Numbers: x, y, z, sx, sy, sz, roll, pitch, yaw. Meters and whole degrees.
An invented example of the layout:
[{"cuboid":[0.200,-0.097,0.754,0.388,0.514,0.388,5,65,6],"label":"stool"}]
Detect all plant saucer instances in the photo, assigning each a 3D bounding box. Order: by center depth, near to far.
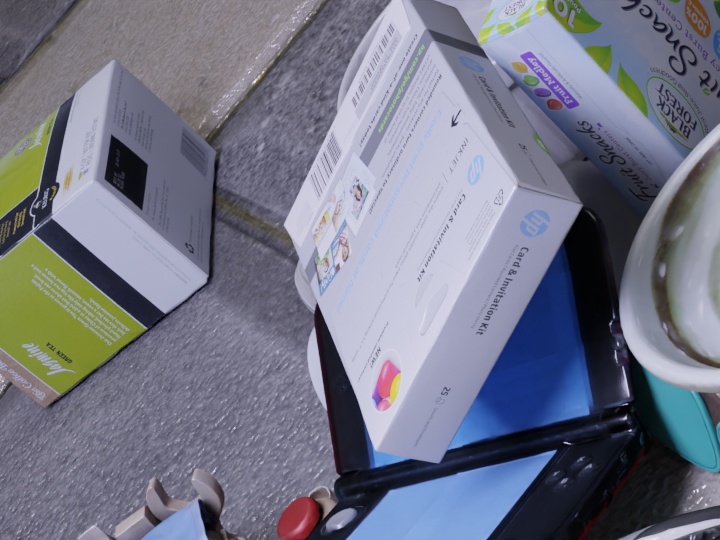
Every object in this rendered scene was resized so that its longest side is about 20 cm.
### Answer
[{"cuboid":[0.213,-0.016,0.879,0.200,0.050,0.200,-36,29,24],"label":"plant saucer"}]

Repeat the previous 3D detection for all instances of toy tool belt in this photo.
[{"cuboid":[-0.107,0.183,1.109,0.200,0.123,0.125,-43,27,9],"label":"toy tool belt"}]

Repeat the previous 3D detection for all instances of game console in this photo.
[{"cuboid":[0.031,0.076,0.957,0.200,0.119,0.172,-19,15,39],"label":"game console"}]

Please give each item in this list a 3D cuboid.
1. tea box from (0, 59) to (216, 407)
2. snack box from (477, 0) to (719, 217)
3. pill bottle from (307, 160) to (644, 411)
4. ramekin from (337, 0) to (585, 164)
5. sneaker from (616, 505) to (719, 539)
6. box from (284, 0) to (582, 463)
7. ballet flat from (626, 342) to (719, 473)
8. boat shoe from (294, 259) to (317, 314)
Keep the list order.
[{"cuboid":[-0.235,-0.032,1.589,0.197,0.134,0.200,-36,28,21],"label":"tea box"},{"cuboid":[0.158,-0.113,1.023,0.053,0.200,0.142,-20,37,43],"label":"snack box"},{"cuboid":[0.068,0.026,1.071,0.200,0.112,0.112,-28,32,35],"label":"pill bottle"},{"cuboid":[0.092,-0.134,1.262,0.200,0.105,0.200,-36,29,24],"label":"ramekin"},{"cuboid":[0.109,0.152,0.883,0.200,0.074,0.079,-32,25,29],"label":"sneaker"},{"cuboid":[0.029,-0.028,0.954,0.156,0.041,0.200,-63,27,25],"label":"box"},{"cuboid":[0.189,0.068,0.904,0.065,0.071,0.200,-25,26,-12],"label":"ballet flat"},{"cuboid":[0.000,0.000,1.263,0.074,0.065,0.200,-54,27,-12],"label":"boat shoe"}]
